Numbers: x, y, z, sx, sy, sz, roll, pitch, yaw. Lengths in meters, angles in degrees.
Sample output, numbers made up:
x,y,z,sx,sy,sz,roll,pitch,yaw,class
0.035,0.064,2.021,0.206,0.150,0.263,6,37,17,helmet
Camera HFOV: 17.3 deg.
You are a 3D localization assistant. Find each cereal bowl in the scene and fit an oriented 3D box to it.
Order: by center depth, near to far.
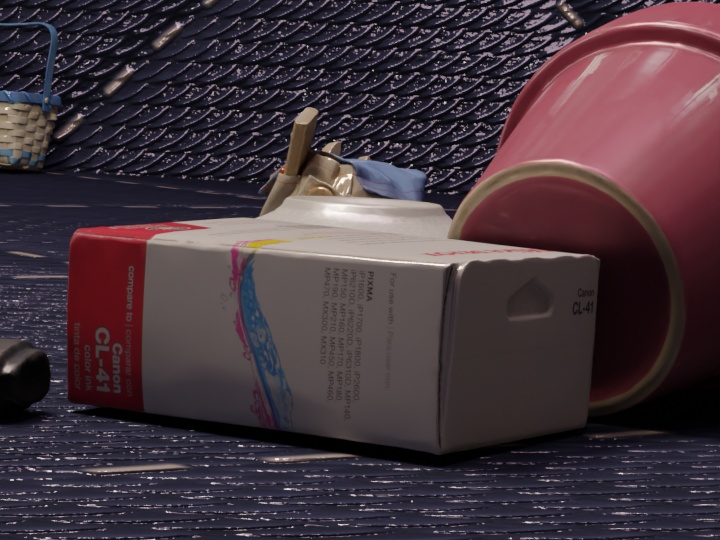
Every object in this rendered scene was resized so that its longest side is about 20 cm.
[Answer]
x,y,z,sx,sy,sz,roll,pitch,yaw,class
0.000,0.000,1.404,0.199,0.084,0.200,3,4,0,cereal bowl

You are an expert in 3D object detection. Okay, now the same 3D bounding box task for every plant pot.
x,y,z,sx,sy,sz,roll,pitch,yaw,class
0.137,-0.018,1.175,0.199,0.201,0.179,6,21,29,plant pot

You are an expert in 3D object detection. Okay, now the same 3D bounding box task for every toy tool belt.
x,y,z,sx,sy,sz,roll,pitch,yaw,class
-0.001,-0.043,1.599,0.124,0.124,0.200,1,0,23,toy tool belt

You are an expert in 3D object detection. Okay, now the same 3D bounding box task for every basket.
x,y,z,sx,sy,sz,roll,pitch,yaw,class
-0.495,-0.238,3.197,0.175,0.201,0.139,6,6,24,basket

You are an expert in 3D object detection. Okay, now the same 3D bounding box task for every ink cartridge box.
x,y,z,sx,sy,sz,roll,pitch,yaw,class
-0.012,0.025,1.071,0.199,0.086,0.147,8,6,31,ink cartridge box

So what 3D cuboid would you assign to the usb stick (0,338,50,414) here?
x,y,z,sx,sy,sz,roll,pitch,yaw,class
-0.238,0.040,1.062,0.199,0.033,0.055,5,4,15,usb stick
